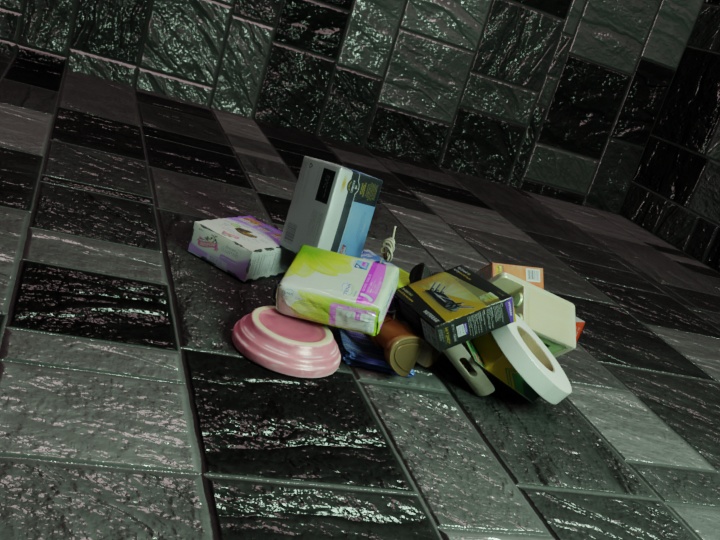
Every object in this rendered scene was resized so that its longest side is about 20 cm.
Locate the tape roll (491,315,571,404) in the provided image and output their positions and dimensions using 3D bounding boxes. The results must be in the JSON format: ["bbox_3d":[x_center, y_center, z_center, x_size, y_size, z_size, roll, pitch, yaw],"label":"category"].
[{"bbox_3d":[0.311,0.155,1.514,0.203,0.037,0.203,44,16,-16],"label":"tape roll"}]

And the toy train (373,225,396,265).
[{"bbox_3d":[0.000,0.000,1.665,0.114,0.204,0.085,8,9,-22],"label":"toy train"}]

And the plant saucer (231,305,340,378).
[{"bbox_3d":[-0.125,0.118,1.442,0.197,0.052,0.201,17,18,-6],"label":"plant saucer"}]

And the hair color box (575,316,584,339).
[{"bbox_3d":[0.430,0.124,1.962,0.198,0.065,0.111,1,25,-41],"label":"hair color box"}]

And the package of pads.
[{"bbox_3d":[-0.041,0.035,1.488,0.197,0.069,0.155,13,34,9],"label":"package of pads"}]

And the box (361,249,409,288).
[{"bbox_3d":[0.050,0.013,1.934,0.199,0.048,0.121,31,20,34],"label":"box"}]

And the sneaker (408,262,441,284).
[{"bbox_3d":[0.147,0.062,1.842,0.105,0.059,0.201,51,39,-27],"label":"sneaker"}]

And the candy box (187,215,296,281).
[{"bbox_3d":[-0.247,-0.051,1.788,0.166,0.073,0.199,27,19,24],"label":"candy box"}]

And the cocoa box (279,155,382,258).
[{"bbox_3d":[-0.062,-0.122,1.741,0.130,0.203,0.133,10,10,-44],"label":"cocoa box"}]

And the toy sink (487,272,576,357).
[{"bbox_3d":[0.329,0.108,1.699,0.198,0.130,0.114,24,55,-25],"label":"toy sink"}]

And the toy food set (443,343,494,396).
[{"bbox_3d":[0.186,0.136,1.566,0.144,0.060,0.200,51,6,-21],"label":"toy food set"}]

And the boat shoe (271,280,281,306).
[{"bbox_3d":[-0.079,0.055,1.565,0.197,0.063,0.073,4,15,21],"label":"boat shoe"}]

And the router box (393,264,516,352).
[{"bbox_3d":[0.166,0.064,1.497,0.155,0.053,0.200,-20,23,-15],"label":"router box"}]

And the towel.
[{"bbox_3d":[0.022,0.139,1.572,0.142,0.024,0.200,15,18,-14],"label":"towel"}]

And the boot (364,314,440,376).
[{"bbox_3d":[0.047,0.123,1.499,0.153,0.075,0.199,30,5,25],"label":"boot"}]

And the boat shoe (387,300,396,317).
[{"bbox_3d":[0.022,0.042,1.795,0.074,0.063,0.200,9,20,-26],"label":"boat shoe"}]

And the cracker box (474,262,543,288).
[{"bbox_3d":[0.326,0.037,1.940,0.132,0.059,0.200,6,-16,-17],"label":"cracker box"}]

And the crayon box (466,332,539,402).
[{"bbox_3d":[0.266,0.155,1.553,0.199,0.051,0.128,35,21,-38],"label":"crayon box"}]
